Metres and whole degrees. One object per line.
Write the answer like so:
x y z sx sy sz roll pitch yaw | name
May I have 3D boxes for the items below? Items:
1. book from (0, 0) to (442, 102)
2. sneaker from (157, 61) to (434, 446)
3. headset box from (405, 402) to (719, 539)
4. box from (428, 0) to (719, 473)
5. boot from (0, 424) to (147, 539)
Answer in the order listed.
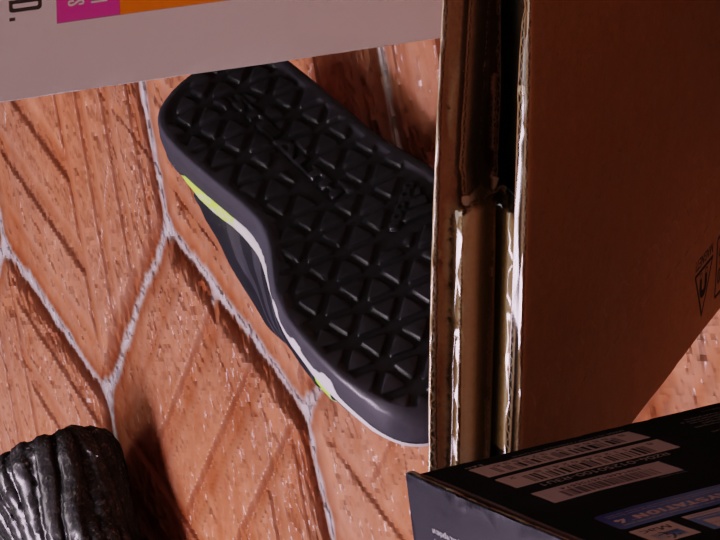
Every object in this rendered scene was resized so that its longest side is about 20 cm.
-0.057 -0.123 0.836 0.048 0.199 0.134 -131 36 -52 | book
0.000 0.000 0.963 0.200 0.072 0.083 55 172 47 | sneaker
0.114 0.125 0.572 0.093 0.174 0.201 -164 66 -65 | headset box
0.061 -0.049 0.640 0.021 0.200 0.164 10 115 21 | box
-0.133 0.175 1.313 0.158 0.079 0.211 63 143 19 | boot
